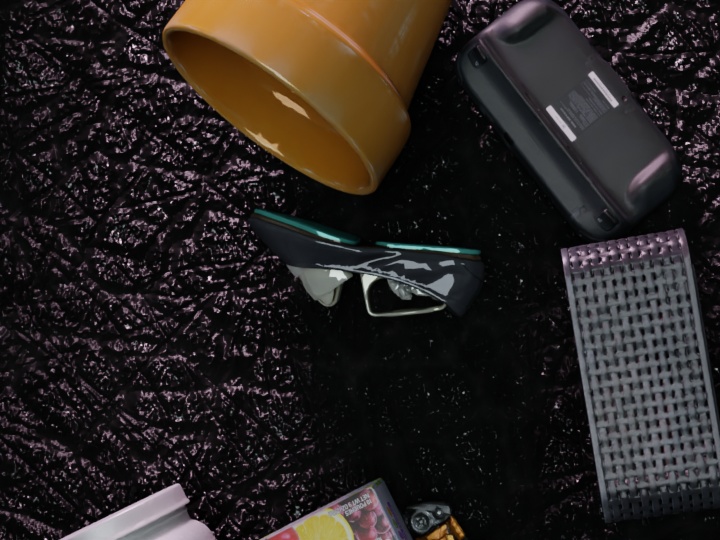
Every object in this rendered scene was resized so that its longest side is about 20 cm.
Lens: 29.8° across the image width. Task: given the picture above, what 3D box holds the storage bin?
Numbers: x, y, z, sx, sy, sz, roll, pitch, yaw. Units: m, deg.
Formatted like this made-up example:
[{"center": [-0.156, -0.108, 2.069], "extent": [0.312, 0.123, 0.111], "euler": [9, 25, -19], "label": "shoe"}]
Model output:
[{"center": [0.212, 0.076, 1.017], "extent": [0.093, 0.135, 0.202], "euler": [-9, 88, 9], "label": "storage bin"}]

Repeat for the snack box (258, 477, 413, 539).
[{"center": [-0.003, 0.282, 1.032], "extent": [0.141, 0.053, 0.201], "euler": [-28, 83, 10], "label": "snack box"}]

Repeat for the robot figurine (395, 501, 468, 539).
[{"center": [0.026, 0.274, 1.084], "extent": [0.199, 0.058, 0.146], "euler": [-35, 85, 8], "label": "robot figurine"}]

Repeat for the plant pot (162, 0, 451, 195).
[{"center": [-0.020, -0.191, 1.041], "extent": [0.199, 0.200, 0.184], "euler": [33, 78, 8], "label": "plant pot"}]

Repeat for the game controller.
[{"center": [0.167, -0.121, 1.082], "extent": [0.104, 0.042, 0.201], "euler": [-37, 85, -8], "label": "game controller"}]

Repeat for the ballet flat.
[{"center": [0.000, 0.000, 1.088], "extent": [0.198, 0.073, 0.074], "euler": [11, 91, 7], "label": "ballet flat"}]

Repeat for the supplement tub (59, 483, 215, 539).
[{"center": [-0.159, 0.287, 1.071], "extent": [0.139, 0.140, 0.202], "euler": [-26, 86, 8], "label": "supplement tub"}]
